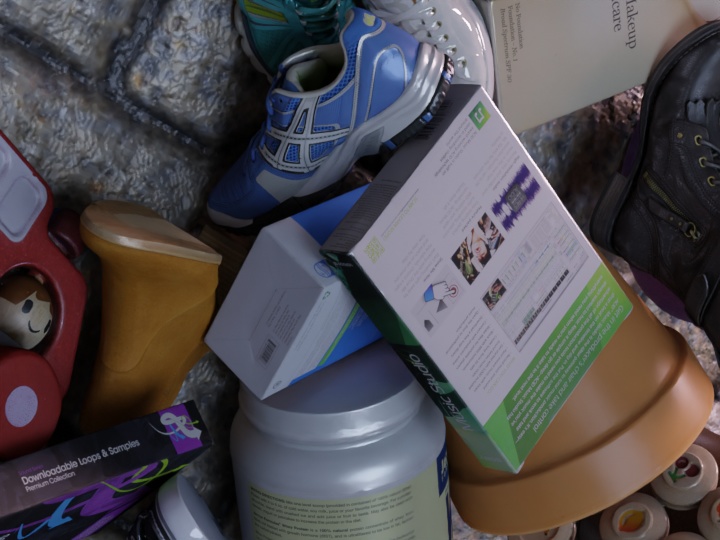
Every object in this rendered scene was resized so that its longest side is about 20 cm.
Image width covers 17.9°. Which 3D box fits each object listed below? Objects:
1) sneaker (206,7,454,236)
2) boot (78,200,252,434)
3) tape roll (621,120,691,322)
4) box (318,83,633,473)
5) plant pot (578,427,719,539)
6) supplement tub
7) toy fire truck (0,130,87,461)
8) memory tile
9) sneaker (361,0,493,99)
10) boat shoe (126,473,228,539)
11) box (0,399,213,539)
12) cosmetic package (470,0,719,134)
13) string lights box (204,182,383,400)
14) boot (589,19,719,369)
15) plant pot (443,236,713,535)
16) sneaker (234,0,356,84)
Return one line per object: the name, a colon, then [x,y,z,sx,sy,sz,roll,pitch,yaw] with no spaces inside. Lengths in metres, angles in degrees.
sneaker: [-0.033,-0.094,1.415,0.077,0.076,0.200,38,125,-22]
boot: [-0.138,0.038,1.400,0.145,0.070,0.201,-62,159,6]
tape roll: [0.280,-0.055,1.603,0.084,0.200,0.202,12,103,-36]
box: [0.076,0.006,1.411,0.145,0.036,0.200,-51,121,-23]
plant pot: [0.280,0.221,1.726,0.199,0.198,0.202,-14,116,-29]
supplement tub: [-0.011,0.151,1.527,0.144,0.145,0.202,-20,120,-26]
toy fire truck: [-0.231,0.008,1.348,0.200,0.112,0.169,51,60,-39]
memory tile: [0.180,0.166,1.634,0.153,0.200,0.017,-42,145,-10]
sneaker: [0.025,-0.167,1.437,0.201,0.072,0.085,68,28,-20]
boat shoe: [-0.122,0.176,1.459,0.066,0.200,0.070,-32,86,-5]
box: [-0.201,0.144,1.369,0.199,0.036,0.143,-15,162,-46]
cosmetic package: [0.152,-0.175,1.545,0.199,0.073,0.104,-23,121,-24]
string lights box: [0.000,0.000,1.459,0.199,0.059,0.103,-25,153,-49]
boot: [0.252,-0.048,1.527,0.069,0.174,0.201,5,116,-42]
plant pot: [0.124,0.066,1.569,0.199,0.200,0.141,-35,108,-17]
sneaker: [-0.041,-0.170,1.408,0.077,0.080,0.200,-43,129,-11]
